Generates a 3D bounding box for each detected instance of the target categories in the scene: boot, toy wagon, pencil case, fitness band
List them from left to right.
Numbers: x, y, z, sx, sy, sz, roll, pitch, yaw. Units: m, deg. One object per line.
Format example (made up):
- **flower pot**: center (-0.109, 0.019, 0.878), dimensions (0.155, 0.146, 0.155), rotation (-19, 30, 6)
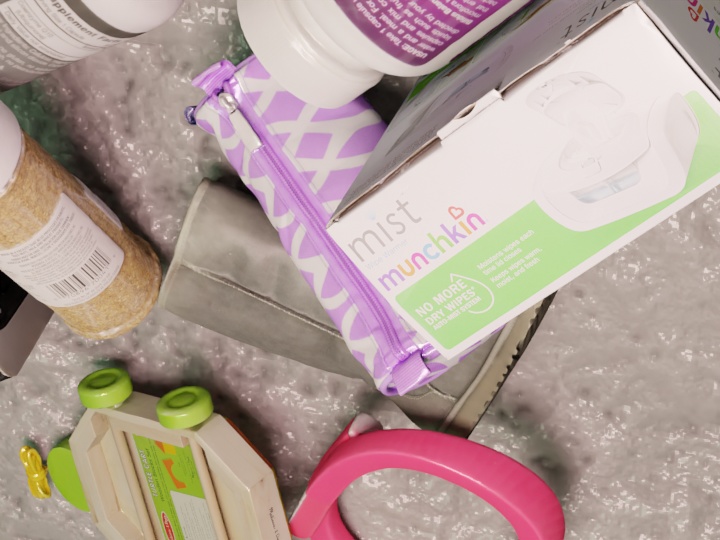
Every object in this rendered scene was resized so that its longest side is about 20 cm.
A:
- **toy wagon**: center (-0.127, 0.132, 1.334), dimensions (0.200, 0.040, 0.155), rotation (11, 124, 40)
- **pencil case**: center (-0.007, -0.031, 1.131), dimensions (0.084, 0.085, 0.200), rotation (-41, 77, 19)
- **boot**: center (0.000, 0.000, 1.213), dimensions (0.200, 0.073, 0.182), rotation (33, 125, 6)
- **fitness band**: center (0.037, 0.149, 1.274), dimensions (0.143, 0.037, 0.200), rotation (29, 146, -3)

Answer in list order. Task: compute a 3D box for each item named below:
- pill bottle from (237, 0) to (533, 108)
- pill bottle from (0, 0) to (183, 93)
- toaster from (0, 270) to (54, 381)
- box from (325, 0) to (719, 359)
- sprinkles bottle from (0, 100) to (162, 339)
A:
- **pill bottle**: center (0.035, -0.163, 1.057), dimensions (0.200, 0.112, 0.112), rotation (-34, 105, 33)
- **pill bottle**: center (-0.160, -0.163, 1.128), dimensions (0.200, 0.114, 0.114), rotation (-19, 113, 29)
- **toaster**: center (-0.296, -0.002, 1.280), dimensions (0.200, 0.119, 0.181), rotation (-22, 111, 30)
- **box**: center (0.102, -0.080, 1.047), dimensions (0.200, 0.177, 0.097), rotation (-35, 105, 33)
- **sprinkles bottle**: center (-0.178, -0.029, 1.190), dimensions (0.068, 0.068, 0.200), rotation (-2, 155, 21)
